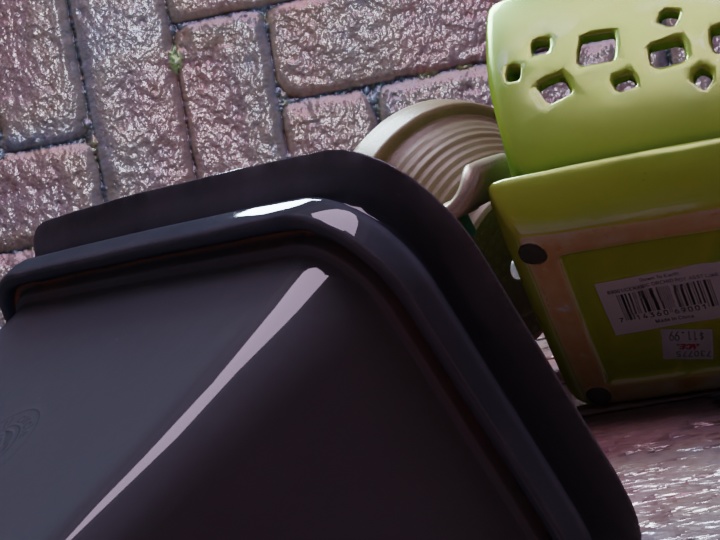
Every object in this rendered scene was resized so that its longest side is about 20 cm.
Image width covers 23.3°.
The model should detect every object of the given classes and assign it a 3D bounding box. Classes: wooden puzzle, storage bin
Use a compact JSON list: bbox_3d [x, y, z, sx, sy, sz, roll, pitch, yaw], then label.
[{"bbox_3d":[0.000,0.000,1.016,0.199,0.037,0.185,-32,-1,13],"label":"wooden puzzle"},{"bbox_3d":[-0.052,0.077,0.426,0.134,0.146,0.199,-43,20,-30],"label":"storage bin"}]

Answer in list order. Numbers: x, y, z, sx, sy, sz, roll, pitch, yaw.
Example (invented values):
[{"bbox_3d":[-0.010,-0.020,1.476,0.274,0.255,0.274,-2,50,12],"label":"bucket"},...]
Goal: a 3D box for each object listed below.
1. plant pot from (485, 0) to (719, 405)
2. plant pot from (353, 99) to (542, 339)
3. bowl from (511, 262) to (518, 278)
[{"bbox_3d":[0.181,-0.043,0.998,0.198,0.200,0.183,-9,43,21],"label":"plant pot"},{"bbox_3d":[0.077,-0.011,1.162,0.199,0.203,0.092,-12,15,-36],"label":"plant pot"},{"bbox_3d":[0.246,0.006,1.395,0.198,0.075,0.199,-12,2,-39],"label":"bowl"}]
